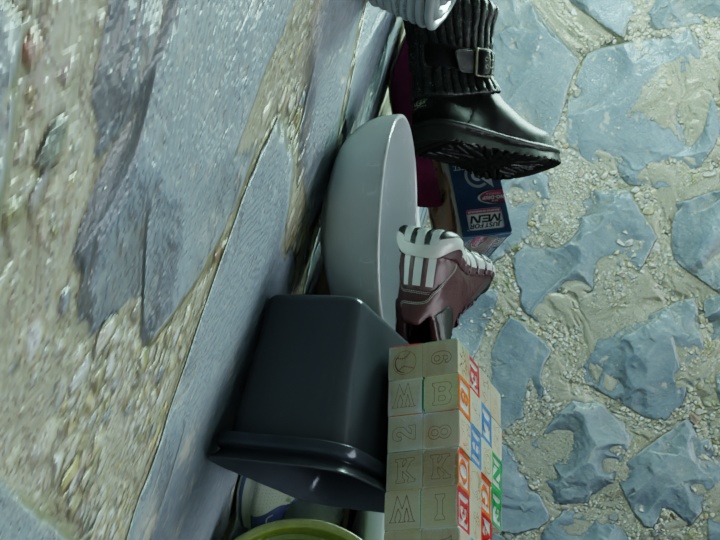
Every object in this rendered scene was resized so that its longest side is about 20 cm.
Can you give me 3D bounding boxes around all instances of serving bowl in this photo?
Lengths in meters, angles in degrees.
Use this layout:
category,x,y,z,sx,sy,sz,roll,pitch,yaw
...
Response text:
category,x,y,z,sx,sy,sz,roll,pitch,yaw
serving bowl,0.005,-0.039,0.918,0.200,0.065,0.204,4,90,-78

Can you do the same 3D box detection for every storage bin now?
category,x,y,z,sx,sy,sz,roll,pitch,yaw
storage bin,-0.025,0.108,0.821,0.200,0.143,0.136,44,51,-57

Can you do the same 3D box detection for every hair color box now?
category,x,y,z,sx,sy,sz,roll,pitch,yaw
hair color box,0.108,-0.116,1.147,0.100,0.059,0.203,120,-38,-69

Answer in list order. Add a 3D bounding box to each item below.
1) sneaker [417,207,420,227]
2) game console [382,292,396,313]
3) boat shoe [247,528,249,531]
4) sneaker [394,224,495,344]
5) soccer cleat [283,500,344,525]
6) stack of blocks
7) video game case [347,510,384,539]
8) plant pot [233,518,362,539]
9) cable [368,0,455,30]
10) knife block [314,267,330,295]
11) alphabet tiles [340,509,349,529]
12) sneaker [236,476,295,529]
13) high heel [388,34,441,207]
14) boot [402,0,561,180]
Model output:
category,x,y,z,sx,sy,sz,roll,pitch,yaw
sneaker,0.033,-0.064,1.215,0.082,0.073,0.204,2,90,-68
game console,0.000,0.089,1.064,0.176,0.031,0.201,-32,159,-39
boat shoe,-0.093,0.279,1.132,0.067,0.056,0.202,98,11,-54
sneaker,0.069,0.033,0.948,0.200,0.075,0.118,25,73,-66
soccer cleat,-0.050,0.215,1.097,0.200,0.068,0.079,-79,162,-69
stack of blocks,0.065,0.169,0.779,0.115,0.058,0.203,51,36,-52
video game case,0.006,0.243,1.083,0.201,0.022,0.184,102,-7,-57
plant pot,-0.067,0.341,0.971,0.184,0.198,0.203,121,-10,-73
cable,0.060,-0.285,0.767,0.201,0.068,0.202,-64,172,-51
knife block,0.000,0.000,1.134,0.176,0.063,0.203,-26,133,-84
alphabet tiles,-0.015,0.230,1.167,0.200,0.007,0.170,127,-28,-86
sneaker,-0.044,0.169,0.960,0.081,0.114,0.202,-58,166,-64
high heel,0.070,-0.172,1.103,0.067,0.095,0.203,-54,161,-73
boot,0.126,-0.186,1.038,0.209,0.079,0.161,11,73,-44
